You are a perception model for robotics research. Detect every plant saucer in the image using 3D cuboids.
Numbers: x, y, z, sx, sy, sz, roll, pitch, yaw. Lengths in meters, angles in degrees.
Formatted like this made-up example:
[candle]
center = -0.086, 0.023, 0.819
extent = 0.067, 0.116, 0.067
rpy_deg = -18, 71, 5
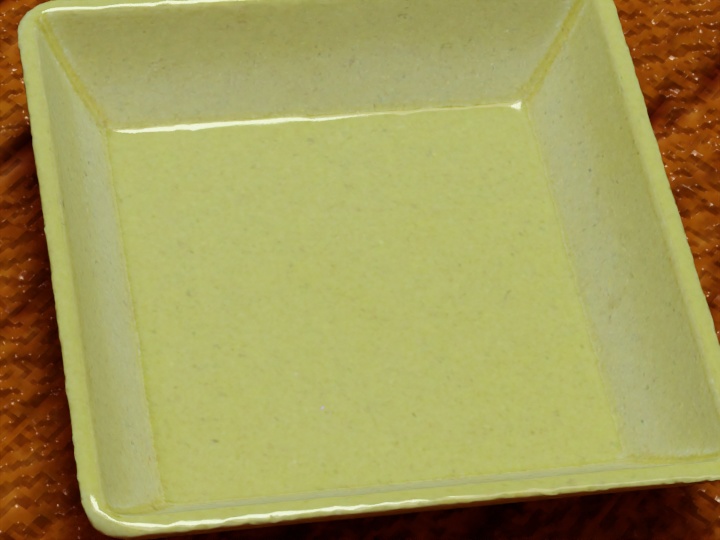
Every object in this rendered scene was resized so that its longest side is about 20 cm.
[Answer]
[plant saucer]
center = 0.000, 0.000, 0.813
extent = 0.200, 0.048, 0.200
rpy_deg = -4, 55, -12
